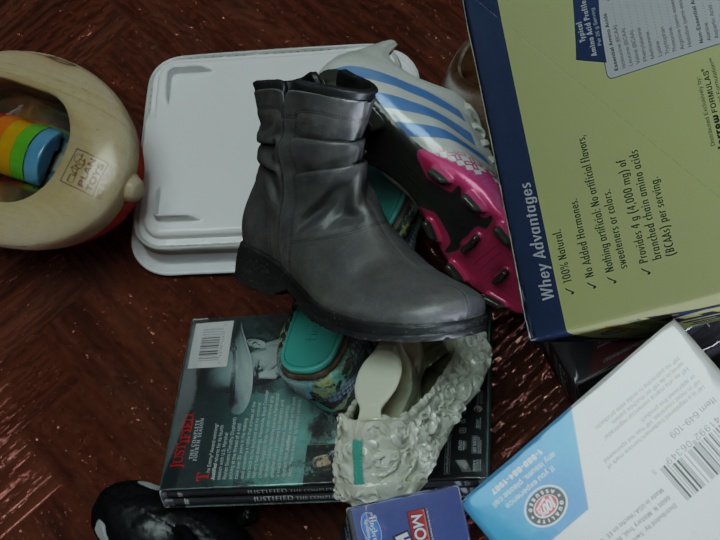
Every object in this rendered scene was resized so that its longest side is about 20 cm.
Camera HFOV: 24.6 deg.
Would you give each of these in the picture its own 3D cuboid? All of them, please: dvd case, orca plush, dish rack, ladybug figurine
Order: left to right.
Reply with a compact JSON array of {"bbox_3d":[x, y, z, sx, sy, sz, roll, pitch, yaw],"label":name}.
[{"bbox_3d":[-0.221,-0.076,1.129,0.200,0.072,0.136,23,83,30],"label":"ladybug figurine"},{"bbox_3d":[-0.096,0.191,0.991,0.105,0.071,0.200,-35,64,-6],"label":"orca plush"},{"bbox_3d":[-0.062,-0.083,1.129,0.200,0.044,0.172,-3,66,11],"label":"dish rack"},{"bbox_3d":[-0.018,0.082,1.029,0.200,0.022,0.146,-3,45,8],"label":"dvd case"}]

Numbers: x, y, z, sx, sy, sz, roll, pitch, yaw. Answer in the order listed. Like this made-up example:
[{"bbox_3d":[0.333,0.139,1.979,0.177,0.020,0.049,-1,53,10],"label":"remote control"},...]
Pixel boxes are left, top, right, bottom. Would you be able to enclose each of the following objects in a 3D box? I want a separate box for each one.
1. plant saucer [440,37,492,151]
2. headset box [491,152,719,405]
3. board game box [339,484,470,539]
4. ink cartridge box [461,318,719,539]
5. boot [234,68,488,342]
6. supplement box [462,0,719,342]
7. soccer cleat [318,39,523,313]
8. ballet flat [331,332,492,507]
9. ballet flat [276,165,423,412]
[{"bbox_3d":[0.135,-0.145,1.063,0.200,0.032,0.200,-22,26,11],"label":"plant saucer"},{"bbox_3d":[0.165,-0.012,1.032,0.148,0.075,0.200,-27,63,-2],"label":"headset box"},{"bbox_3d":[0.030,0.220,0.906,0.062,0.200,0.200,-11,85,-6],"label":"board game box"},{"bbox_3d":[0.178,0.154,0.879,0.147,0.146,0.200,-40,78,2],"label":"ink cartridge box"},{"bbox_3d":[-0.005,-0.040,0.918,0.200,0.070,0.132,19,109,44],"label":"boot"},{"bbox_3d":[0.185,-0.078,0.870,0.199,0.134,0.200,-16,80,30],"label":"supplement box"},{"bbox_3d":[0.058,-0.064,0.995,0.200,0.070,0.086,46,51,8],"label":"soccer cleat"},{"bbox_3d":[0.030,0.060,0.936,0.072,0.072,0.200,4,27,13],"label":"ballet flat"},{"bbox_3d":[0.000,0.000,1.034,0.074,0.074,0.200,14,61,17],"label":"ballet flat"}]
